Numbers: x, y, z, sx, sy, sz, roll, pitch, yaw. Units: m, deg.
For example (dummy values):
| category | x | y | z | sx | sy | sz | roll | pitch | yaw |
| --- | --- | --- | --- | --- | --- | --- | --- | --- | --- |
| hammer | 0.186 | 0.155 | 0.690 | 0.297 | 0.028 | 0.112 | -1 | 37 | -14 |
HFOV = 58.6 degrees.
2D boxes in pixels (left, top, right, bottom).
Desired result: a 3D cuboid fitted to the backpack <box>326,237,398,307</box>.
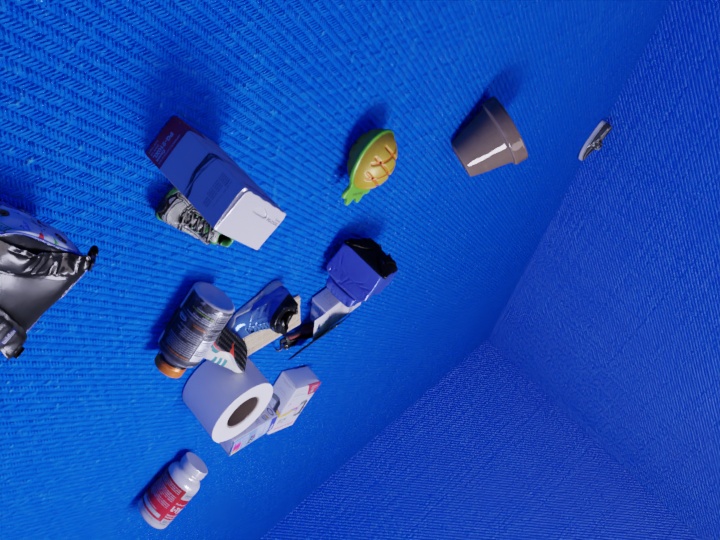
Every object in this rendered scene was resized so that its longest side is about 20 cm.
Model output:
| category | x | y | z | sx | sy | sz | roll | pitch | yaw |
| --- | --- | --- | --- | --- | --- | --- | --- | --- | --- |
| backpack | 0.000 | 0.000 | 1.781 | 0.168 | 0.163 | 0.199 | -47 | 172 | 23 |

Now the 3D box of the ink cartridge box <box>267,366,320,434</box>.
| category | x | y | z | sx | sy | sz | roll | pitch | yaw |
| --- | --- | --- | --- | --- | --- | --- | --- | --- | --- |
| ink cartridge box | -0.239 | 0.421 | 2.101 | 0.202 | 0.085 | 0.146 | -58 | 156 | 19 |

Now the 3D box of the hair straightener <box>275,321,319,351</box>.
| category | x | y | z | sx | sy | sz | roll | pitch | yaw |
| --- | --- | --- | --- | --- | --- | --- | --- | --- | --- |
| hair straightener | -0.187 | 0.209 | 1.906 | 0.199 | 0.041 | 0.078 | -27 | 150 | -53 |

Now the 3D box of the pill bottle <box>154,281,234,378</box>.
| category | x | y | z | sx | sy | sz | roll | pitch | yaw |
| --- | --- | --- | --- | --- | --- | --- | --- | --- | --- |
| pill bottle | -0.364 | 0.133 | 1.380 | 0.202 | 0.106 | 0.106 | -53 | 157 | 12 |

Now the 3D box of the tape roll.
| category | x | y | z | sx | sy | sz | roll | pitch | yaw |
| --- | --- | --- | --- | --- | --- | --- | --- | --- | --- |
| tape roll | -0.345 | 0.322 | 1.674 | 0.201 | 0.139 | 0.204 | -38 | 156 | -20 |

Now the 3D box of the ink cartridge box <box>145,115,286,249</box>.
| category | x | y | z | sx | sy | sz | roll | pitch | yaw |
| --- | --- | --- | --- | --- | --- | --- | --- | --- | --- |
| ink cartridge box | -0.235 | -0.140 | 1.055 | 0.085 | 0.200 | 0.144 | -48 | 157 | 5 |

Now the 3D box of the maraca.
| category | x | y | z | sx | sy | sz | roll | pitch | yaw |
| --- | --- | --- | --- | --- | --- | --- | --- | --- | --- |
| maraca | 0.018 | -0.239 | 1.487 | 0.136 | 0.107 | 0.203 | -18 | 143 | -52 |

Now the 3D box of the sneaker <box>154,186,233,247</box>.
| category | x | y | z | sx | sy | sz | roll | pitch | yaw |
| --- | --- | --- | --- | --- | --- | --- | --- | --- | --- |
| sneaker | -0.293 | -0.096 | 1.172 | 0.079 | 0.085 | 0.199 | -51 | 157 | 10 |

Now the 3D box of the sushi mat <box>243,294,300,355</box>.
| category | x | y | z | sx | sy | sz | roll | pitch | yaw |
| --- | --- | --- | --- | --- | --- | --- | --- | --- | --- |
| sushi mat | -0.235 | 0.147 | 1.723 | 0.198 | 0.012 | 0.098 | -30 | 133 | -39 |

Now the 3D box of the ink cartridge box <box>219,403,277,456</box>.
| category | x | y | z | sx | sy | sz | roll | pitch | yaw |
| --- | --- | --- | --- | --- | --- | --- | --- | --- | --- |
| ink cartridge box | -0.334 | 0.420 | 1.854 | 0.198 | 0.136 | 0.077 | -24 | 151 | -44 |

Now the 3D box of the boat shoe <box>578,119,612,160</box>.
| category | x | y | z | sx | sy | sz | roll | pitch | yaw |
| --- | --- | --- | --- | --- | --- | --- | --- | --- | --- |
| boat shoe | 1.076 | -0.585 | 2.940 | 0.070 | 0.064 | 0.203 | -18 | 142 | -50 |

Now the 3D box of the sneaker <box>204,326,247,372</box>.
| category | x | y | z | sx | sy | sz | roll | pitch | yaw |
| --- | --- | --- | --- | --- | --- | --- | --- | --- | --- |
| sneaker | -0.341 | 0.189 | 1.545 | 0.201 | 0.091 | 0.072 | 65 | 28 | -59 |

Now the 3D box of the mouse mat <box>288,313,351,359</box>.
| category | x | y | z | sx | sy | sz | roll | pitch | yaw |
| --- | --- | --- | --- | --- | --- | --- | --- | --- | --- |
| mouse mat | -0.119 | 0.196 | 1.913 | 0.198 | 0.008 | 0.161 | -35 | 179 | 15 |

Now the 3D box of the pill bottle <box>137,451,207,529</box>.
| category | x | y | z | sx | sy | sz | roll | pitch | yaw |
| --- | --- | --- | --- | --- | --- | --- | --- | --- | --- |
| pill bottle | -0.536 | 0.629 | 1.847 | 0.201 | 0.112 | 0.112 | -48 | 158 | -1 |

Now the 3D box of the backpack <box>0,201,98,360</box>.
| category | x | y | z | sx | sy | sz | roll | pitch | yaw |
| --- | --- | --- | --- | --- | --- | --- | --- | --- | --- |
| backpack | -0.492 | -0.006 | 0.863 | 0.201 | 0.153 | 0.191 | -52 | 166 | -7 |

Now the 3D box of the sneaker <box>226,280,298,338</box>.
| category | x | y | z | sx | sy | sz | roll | pitch | yaw |
| --- | --- | --- | --- | --- | --- | --- | --- | --- | --- |
| sneaker | -0.241 | 0.130 | 1.594 | 0.199 | 0.111 | 0.077 | -43 | 157 | -13 |

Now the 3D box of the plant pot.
| category | x | y | z | sx | sy | sz | roll | pitch | yaw |
| --- | --- | --- | --- | --- | --- | --- | --- | --- | --- |
| plant pot | 0.361 | -0.364 | 1.848 | 0.172 | 0.203 | 0.200 | -33 | 160 | 10 |

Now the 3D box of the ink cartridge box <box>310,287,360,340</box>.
| category | x | y | z | sx | sy | sz | roll | pitch | yaw |
| --- | --- | --- | --- | --- | --- | --- | --- | --- | --- |
| ink cartridge box | -0.084 | 0.102 | 1.894 | 0.198 | 0.068 | 0.117 | -36 | 156 | -29 |
